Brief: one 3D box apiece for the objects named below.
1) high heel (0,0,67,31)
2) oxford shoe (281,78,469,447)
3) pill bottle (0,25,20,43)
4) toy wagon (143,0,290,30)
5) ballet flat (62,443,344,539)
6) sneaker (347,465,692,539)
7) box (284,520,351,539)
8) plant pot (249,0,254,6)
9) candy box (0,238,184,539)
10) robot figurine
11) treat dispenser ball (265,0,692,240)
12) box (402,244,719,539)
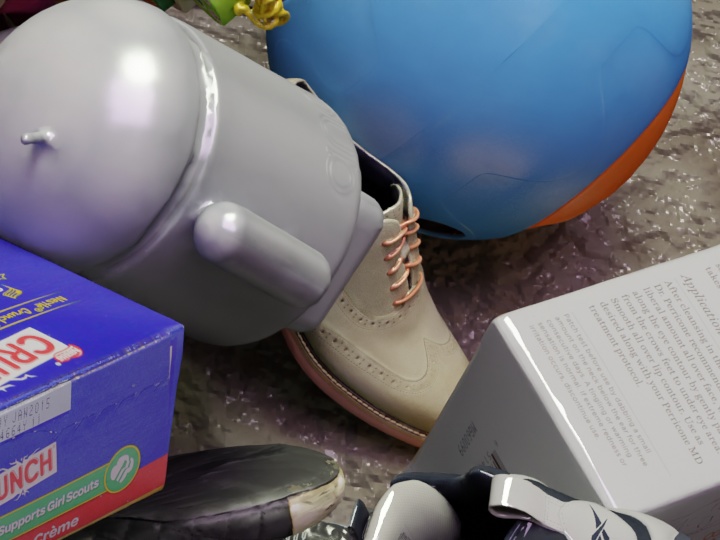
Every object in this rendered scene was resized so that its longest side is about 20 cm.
[{"bbox_3d":[-0.137,-0.144,1.212,0.096,0.200,0.067,-15,81,-20],"label":"high heel"},{"bbox_3d":[0.000,0.000,1.197,0.200,0.074,0.071,49,41,-22],"label":"oxford shoe"},{"bbox_3d":[-0.142,-0.001,1.165,0.112,0.112,0.200,15,53,-9],"label":"pill bottle"},{"bbox_3d":[-0.110,-0.168,1.169,0.040,0.155,0.200,-42,70,-5],"label":"toy wagon"},{"bbox_3d":[-0.100,0.119,1.097,0.200,0.057,0.066,-19,20,2],"label":"ballet flat"},{"bbox_3d":[0.025,0.134,1.061,0.130,0.199,0.080,33,50,-27],"label":"sneaker"},{"bbox_3d":[-0.062,0.190,1.101,0.082,0.049,0.200,17,53,-7],"label":"box"},{"bbox_3d":[-0.097,-0.272,1.327,0.200,0.200,0.177,7,44,-15],"label":"plant pot"},{"bbox_3d":[-0.193,0.040,0.972,0.200,0.077,0.169,24,30,34],"label":"candy box"},{"bbox_3d":[-0.079,-0.039,1.068,0.170,0.113,0.200,34,6,42],"label":"robot figurine"},{"bbox_3d":[0.055,-0.114,1.254,0.201,0.201,0.201,9,55,-13],"label":"treat dispenser ball"},{"bbox_3d":[0.141,0.074,1.185,0.200,0.152,0.106,-17,64,-29],"label":"box"}]
